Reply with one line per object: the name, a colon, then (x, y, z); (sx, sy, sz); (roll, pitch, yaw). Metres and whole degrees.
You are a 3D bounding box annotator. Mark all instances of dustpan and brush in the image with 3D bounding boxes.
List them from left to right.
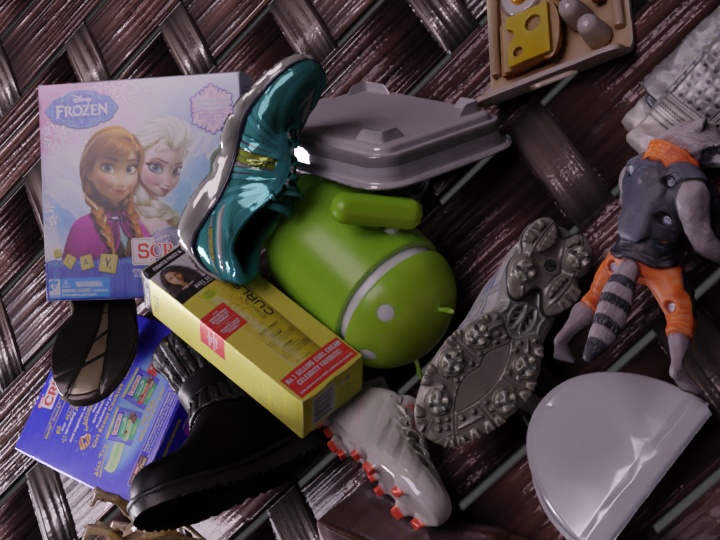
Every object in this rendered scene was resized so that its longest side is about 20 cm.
dustpan and brush: (0.157, 0.117, 1.102); (0.200, 0.057, 0.140); (35, 82, 39)

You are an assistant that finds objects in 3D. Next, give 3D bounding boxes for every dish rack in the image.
dish rack: (0.013, -0.124, 1.264); (0.199, 0.171, 0.044); (17, 121, 46)

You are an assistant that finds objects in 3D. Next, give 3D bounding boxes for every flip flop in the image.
flip flop: (-0.244, 0.059, 1.366); (0.080, 0.058, 0.201); (-12, 36, -1)

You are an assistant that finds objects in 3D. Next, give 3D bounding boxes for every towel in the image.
towel: (0.308, -0.132, 1.099); (0.193, 0.034, 0.200); (-49, 45, 11)

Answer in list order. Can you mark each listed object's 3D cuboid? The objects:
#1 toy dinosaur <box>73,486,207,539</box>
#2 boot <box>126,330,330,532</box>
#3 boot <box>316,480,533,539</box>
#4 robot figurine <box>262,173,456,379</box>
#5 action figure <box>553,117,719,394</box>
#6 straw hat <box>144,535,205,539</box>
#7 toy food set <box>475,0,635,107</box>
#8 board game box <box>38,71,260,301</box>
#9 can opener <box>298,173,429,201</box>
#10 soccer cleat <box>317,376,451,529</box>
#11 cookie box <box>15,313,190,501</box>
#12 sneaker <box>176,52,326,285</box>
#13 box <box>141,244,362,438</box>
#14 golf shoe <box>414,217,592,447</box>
toy dinosaur: (-0.192, 0.228, 1.275); (0.200, 0.100, 0.059); (132, 154, -57)
boot: (-0.139, 0.123, 1.227); (0.158, 0.210, 0.079); (56, 130, 17)
boot: (0.029, 0.264, 1.122); (0.199, 0.064, 0.187); (11, 64, 40)
robot figurine: (0.000, 0.000, 1.228); (0.200, 0.115, 0.176); (44, 133, 27)
action figure: (0.229, -0.015, 1.031); (0.199, 0.104, 0.195); (11, 84, 50)
straw hat: (-0.161, 0.304, 1.231); (0.202, 0.200, 0.085); (-54, 12, 6)
toy food set: (0.157, -0.249, 1.270); (0.143, 0.060, 0.202); (-19, 57, 33)
board game box: (-0.193, -0.075, 1.325); (0.198, 0.041, 0.201); (-3, 91, 13)
can opener: (-0.018, -0.077, 1.338); (0.199, 0.066, 0.053); (-7, 61, 44)
soccer cleat: (0.028, 0.137, 1.162); (0.077, 0.070, 0.200); (-36, 28, -11)
cookie box: (-0.220, 0.130, 1.397); (0.199, 0.075, 0.172); (16, 78, 44)
sneaker: (-0.074, -0.081, 1.195); (0.079, 0.077, 0.201); (34, 105, 33)
box: (-0.092, 0.051, 1.214); (0.075, 0.050, 0.200); (-35, 57, -29)
golf shoe: (0.109, 0.055, 1.143); (0.200, 0.078, 0.097); (-53, 1, -11)
